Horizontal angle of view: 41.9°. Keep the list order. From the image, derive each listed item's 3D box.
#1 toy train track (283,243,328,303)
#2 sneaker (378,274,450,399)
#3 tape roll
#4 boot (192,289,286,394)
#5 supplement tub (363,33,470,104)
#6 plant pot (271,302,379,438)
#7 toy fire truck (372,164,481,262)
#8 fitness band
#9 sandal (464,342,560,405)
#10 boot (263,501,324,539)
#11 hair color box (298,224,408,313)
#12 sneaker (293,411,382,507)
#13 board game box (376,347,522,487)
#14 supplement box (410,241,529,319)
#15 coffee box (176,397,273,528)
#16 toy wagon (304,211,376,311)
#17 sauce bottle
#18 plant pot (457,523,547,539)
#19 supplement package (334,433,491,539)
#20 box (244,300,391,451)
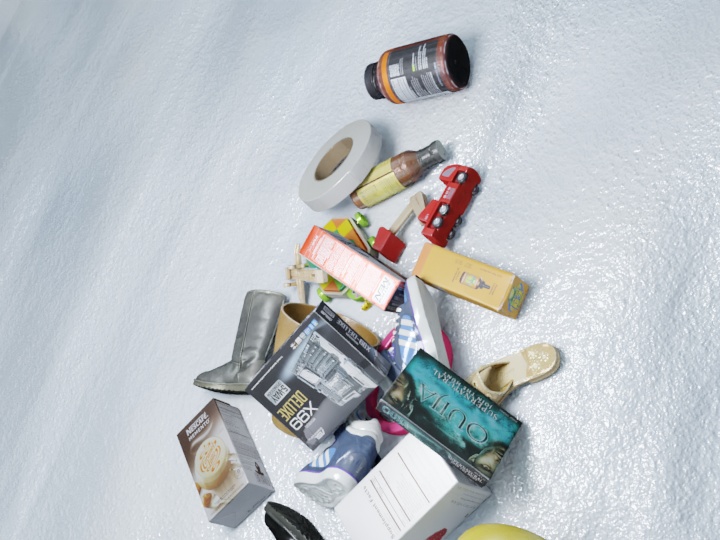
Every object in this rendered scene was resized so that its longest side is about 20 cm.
[{"bbox_3d":[-0.112,0.009,1.775,0.199,0.032,0.118,-177,81,-66],"label":"toy train track"},{"bbox_3d":[0.062,0.122,1.570,0.144,0.080,0.204,-23,66,20],"label":"sneaker"},{"bbox_3d":[-0.041,-0.204,1.823,0.202,0.037,0.205,-38,28,24],"label":"tape roll"},{"bbox_3d":[-0.237,0.140,1.849,0.178,0.072,0.205,-1,76,23],"label":"boot"},{"bbox_3d":[0.104,-0.379,1.793,0.197,0.106,0.109,-5,67,36],"label":"supplement tub"},{"bbox_3d":[-0.082,0.186,1.657,0.185,0.184,0.204,29,105,42],"label":"plant pot"},{"bbox_3d":[0.119,-0.103,1.692,0.140,0.049,0.203,19,78,50],"label":"toy fire truck"},{"bbox_3d":[0.078,0.180,1.609,0.142,0.037,0.203,26,89,42],"label":"fitness band"},{"bbox_3d":[0.211,0.168,1.488,0.210,0.069,0.079,-32,54,23],"label":"sandal"},{"bbox_3d":[-0.128,0.508,1.592,0.210,0.079,0.159,36,93,41],"label":"boot"},{"bbox_3d":[0.000,0.000,1.663,0.198,0.111,0.065,35,97,24],"label":"hair color box"},{"bbox_3d":[-0.028,0.313,1.594,0.148,0.080,0.200,-57,10,-29],"label":"sneaker"},{"bbox_3d":[0.137,0.221,1.432,0.198,0.135,0.028,35,135,10],"label":"board game box"},{"bbox_3d":[0.183,0.017,1.582,0.198,0.068,0.068,23,85,43],"label":"supplement box"},{"bbox_3d":[-0.255,0.358,1.758,0.114,0.079,0.201,-44,50,13],"label":"coffee box"},{"bbox_3d":[-0.027,-0.011,1.773,0.155,0.039,0.201,-43,50,15],"label":"toy wagon"},{"bbox_3d":[0.070,-0.181,1.759,0.197,0.066,0.067,-23,57,27],"label":"sauce bottle"},{"bbox_3d":[0.195,0.439,1.320,0.202,0.198,0.142,-55,24,3],"label":"plant pot"},{"bbox_3d":[0.081,0.360,1.468,0.200,0.121,0.120,-46,52,12],"label":"supplement package"},{"bbox_3d":[-0.070,0.174,1.538,0.200,0.157,0.050,-46,4,24],"label":"box"}]
